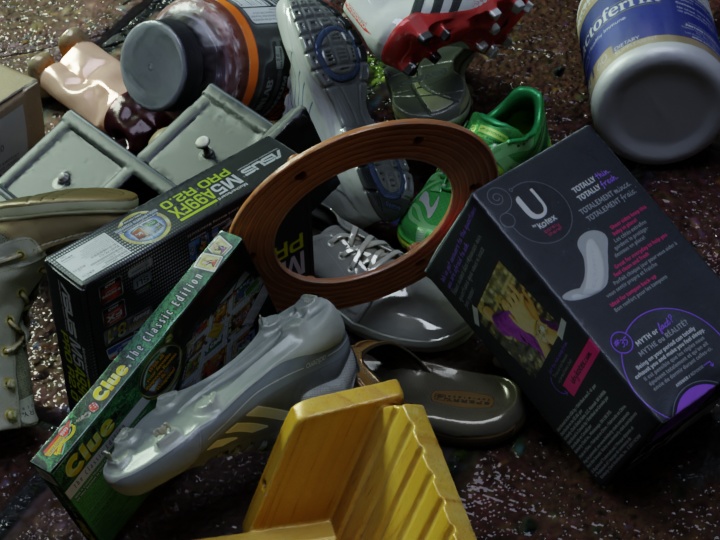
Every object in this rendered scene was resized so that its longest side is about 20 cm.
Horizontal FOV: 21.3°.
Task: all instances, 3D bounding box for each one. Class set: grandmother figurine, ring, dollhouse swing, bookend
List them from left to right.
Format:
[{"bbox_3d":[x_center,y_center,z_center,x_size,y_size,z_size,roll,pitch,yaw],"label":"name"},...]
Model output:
[{"bbox_3d":[-0.192,-0.133,1.594,0.121,0.061,0.200,-45,55,-6],"label":"grandmother figurine"},{"bbox_3d":[-0.158,-0.069,1.437,0.200,0.092,0.198,-44,53,-14],"label":"bookend"},{"bbox_3d":[-0.053,0.182,1.140,0.175,0.183,0.201,7,37,-23],"label":"dollhouse swing"},{"bbox_3d":[0.000,-0.039,1.311,0.199,0.201,0.019,-14,55,-14],"label":"ring"}]

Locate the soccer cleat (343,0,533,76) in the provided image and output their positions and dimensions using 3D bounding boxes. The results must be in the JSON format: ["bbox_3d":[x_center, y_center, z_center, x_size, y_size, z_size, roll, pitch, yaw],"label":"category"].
[{"bbox_3d":[0.066,-0.212,1.552,0.085,0.069,0.199,44,38,19],"label":"soccer cleat"}]

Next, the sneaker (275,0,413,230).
[{"bbox_3d":[-0.032,-0.121,1.487,0.074,0.087,0.201,-5,73,-48],"label":"sneaker"}]

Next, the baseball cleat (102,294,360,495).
[{"bbox_3d":[-0.073,0.103,1.243,0.200,0.107,0.070,-38,26,-26],"label":"baseball cleat"}]

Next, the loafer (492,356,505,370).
[{"bbox_3d":[0.156,0.006,1.419,0.063,0.072,0.201,24,51,4],"label":"loafer"}]

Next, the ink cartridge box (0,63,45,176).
[{"bbox_3d":[-0.382,-0.107,1.549,0.164,0.075,0.200,26,47,27],"label":"ink cartridge box"}]

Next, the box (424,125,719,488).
[{"bbox_3d":[0.160,0.024,1.303,0.122,0.106,0.200,-29,73,-31],"label":"box"}]

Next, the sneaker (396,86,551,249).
[{"bbox_3d":[0.087,-0.079,1.498,0.074,0.084,0.200,19,45,22],"label":"sneaker"}]

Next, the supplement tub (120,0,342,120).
[{"bbox_3d":[-0.101,-0.170,1.544,0.107,0.108,0.199,29,25,31],"label":"supplement tub"}]

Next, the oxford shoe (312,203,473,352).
[{"bbox_3d":[0.000,0.000,1.428,0.199,0.058,0.075,31,46,29],"label":"oxford shoe"}]

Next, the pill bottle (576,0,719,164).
[{"bbox_3d":[0.241,-0.190,1.601,0.115,0.116,0.201,-1,39,0],"label":"pill bottle"}]

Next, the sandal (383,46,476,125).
[{"bbox_3d":[0.061,-0.142,1.590,0.079,0.058,0.201,-14,23,12],"label":"sandal"}]

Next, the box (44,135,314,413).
[{"bbox_3d":[-0.118,0.019,1.329,0.199,0.161,0.044,-31,47,-31],"label":"box"}]

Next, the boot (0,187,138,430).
[{"bbox_3d":[-0.235,0.029,1.317,0.198,0.156,0.072,-12,4,8],"label":"boot"}]

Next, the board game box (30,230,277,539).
[{"bbox_3d":[-0.130,0.079,1.258,0.023,0.105,0.200,26,65,28],"label":"board game box"}]

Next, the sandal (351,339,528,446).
[{"bbox_3d":[0.018,0.080,1.334,0.198,0.054,0.081,3,40,5],"label":"sandal"}]
